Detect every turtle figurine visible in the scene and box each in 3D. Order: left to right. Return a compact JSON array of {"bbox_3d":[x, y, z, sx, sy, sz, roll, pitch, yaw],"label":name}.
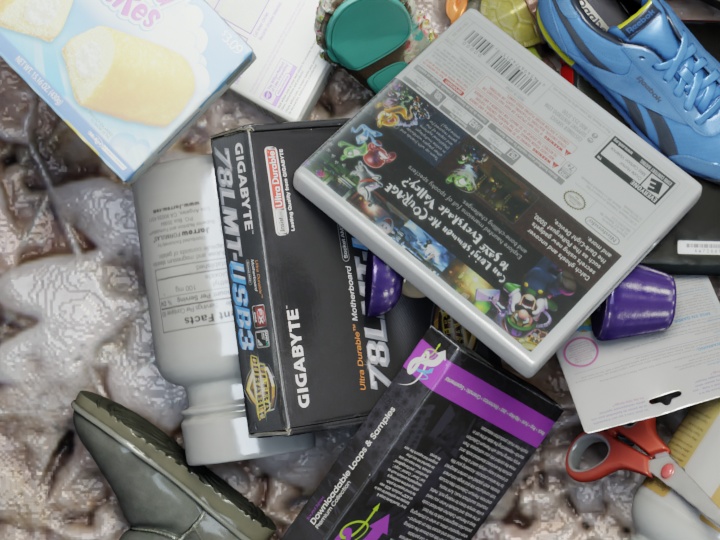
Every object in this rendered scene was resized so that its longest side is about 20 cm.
[{"bbox_3d":[0.118,-0.195,1.645,0.160,0.064,0.201,-27,87,0],"label":"turtle figurine"}]

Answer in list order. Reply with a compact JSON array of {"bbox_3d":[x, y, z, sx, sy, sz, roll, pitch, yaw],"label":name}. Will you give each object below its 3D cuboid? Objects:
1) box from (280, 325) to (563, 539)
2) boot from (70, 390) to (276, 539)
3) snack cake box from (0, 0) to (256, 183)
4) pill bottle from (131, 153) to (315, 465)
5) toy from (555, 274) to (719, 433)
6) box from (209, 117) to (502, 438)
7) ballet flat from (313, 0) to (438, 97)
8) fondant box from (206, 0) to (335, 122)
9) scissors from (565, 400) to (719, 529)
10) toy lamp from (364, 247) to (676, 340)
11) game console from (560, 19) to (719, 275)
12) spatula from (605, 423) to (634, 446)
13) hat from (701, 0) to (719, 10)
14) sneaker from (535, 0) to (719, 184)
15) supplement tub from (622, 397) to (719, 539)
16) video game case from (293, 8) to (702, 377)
[{"bbox_3d":[0.034,0.145,1.590,0.036,0.143,0.201,37,94,38],"label":"box"},{"bbox_3d":[-0.176,0.209,1.640,0.181,0.073,0.200,39,96,5],"label":"boot"},{"bbox_3d":[-0.172,-0.164,1.476,0.115,0.067,0.200,-45,91,0],"label":"snack cake box"},{"bbox_3d":[-0.086,0.025,1.616,0.113,0.114,0.202,-8,88,1],"label":"pill bottle"},{"bbox_3d":[0.176,0.022,1.605,0.114,0.047,0.201,-15,56,-3],"label":"toy"},{"bbox_3d":[0.000,0.000,1.589,0.197,0.049,0.202,-5,87,-44],"label":"box"},{"bbox_3d":[0.009,-0.162,1.589,0.075,0.200,0.064,-23,67,7],"label":"ballet flat"},{"bbox_3d":[-0.094,-0.208,1.655,0.199,0.058,0.145,29,89,2],"label":"fondant box"},{"bbox_3d":[0.197,0.120,1.555,0.014,0.200,0.074,33,82,-30],"label":"scissors"},{"bbox_3d":[0.103,0.014,1.542,0.198,0.058,0.059,3,88,-4],"label":"toy lamp"},{"bbox_3d":[0.233,-0.083,1.604,0.198,0.031,0.179,1,79,-4],"label":"game console"},{"bbox_3d":[0.140,0.032,1.655,0.056,0.021,0.201,-28,90,-15],"label":"spatula"},{"bbox_3d":[0.275,-0.225,1.626,0.199,0.081,0.202,-4,50,5],"label":"hat"},{"bbox_3d":[0.197,-0.129,1.556,0.200,0.078,0.066,41,76,2],"label":"sneaker"},{"bbox_3d":[0.269,0.144,1.586,0.144,0.145,0.201,33,89,3],"label":"supplement tub"},{"bbox_3d":[0.088,-0.053,1.534,0.200,0.023,0.182,39,63,14],"label":"video game case"}]
